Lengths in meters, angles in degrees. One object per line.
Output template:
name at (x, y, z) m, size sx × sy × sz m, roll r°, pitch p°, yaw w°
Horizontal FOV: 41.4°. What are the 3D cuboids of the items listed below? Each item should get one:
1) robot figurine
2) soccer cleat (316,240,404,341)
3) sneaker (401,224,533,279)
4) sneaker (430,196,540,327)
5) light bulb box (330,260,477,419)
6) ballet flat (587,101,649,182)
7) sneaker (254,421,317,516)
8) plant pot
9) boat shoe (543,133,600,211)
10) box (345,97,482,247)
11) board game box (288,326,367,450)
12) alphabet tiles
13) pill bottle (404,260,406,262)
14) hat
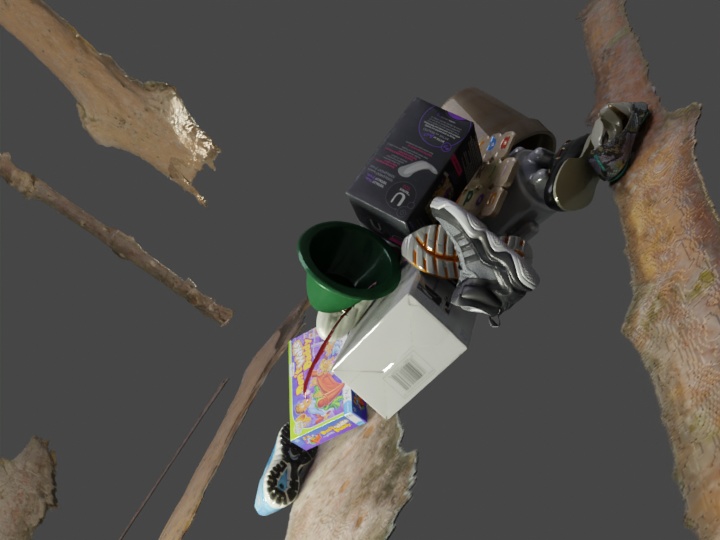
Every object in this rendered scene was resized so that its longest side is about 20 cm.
robot figurine at (0.250, -0.115, 1.538) m, size 0.200 × 0.111 × 0.173 m, roll -39°, pitch 40°, yaw 47°
soccer cleat at (0.001, 0.027, 1.518) m, size 0.201 × 0.069 × 0.077 m, roll -51°, pitch 14°, yaw -20°
sneaker at (0.156, -0.018, 1.436) m, size 0.077 × 0.195 × 0.080 m, roll 124°, pitch 153°, yaw -78°
sneaker at (0.151, -0.011, 1.355) m, size 0.114 × 0.200 × 0.075 m, roll -51°, pitch -23°, yaw 8°
light bulb box at (0.078, 0.086, 1.496) m, size 0.198 × 0.124 × 0.201 m, roll -45°, pitch 8°, yaw 30°
ballet flat at (0.384, -0.213, 1.427) m, size 0.072 × 0.072 × 0.201 m, roll -40°, pitch 12°, yaw 45°
sneaker at (-0.141, 0.346, 1.665) m, size 0.090 × 0.078 × 0.201 m, roll -47°, pitch 8°, yaw 34°
plant pot at (0.221, -0.227, 1.704) m, size 0.198 × 0.174 × 0.201 m, roll -30°, pitch -26°, yaw -17°
boat shoe at (0.313, -0.141, 1.420) m, size 0.062 × 0.075 × 0.202 m, roll -16°, pitch 22°, yaw 39°
box at (0.088, -0.147, 1.493) m, size 0.201 × 0.121 × 0.107 m, roll -54°, pitch -29°, yaw -16°
board game box at (-0.059, 0.188, 1.634) m, size 0.133 × 0.045 × 0.203 m, roll -28°, pitch 45°, yaw 25°
alphabet tiles at (0.184, -0.128, 1.528) m, size 0.199 × 0.014 × 0.199 m, roll -66°, pitch 20°, yaw -7°
pill bottle at (0.081, -0.062, 1.714) m, size 0.201 × 0.111 × 0.112 m, roll -49°, pitch 6°, yaw 28°
hat at (-0.048, 0.048, 1.482) m, size 0.198 × 0.165 × 0.178 m, roll -26°, pitch -31°, yaw -45°
